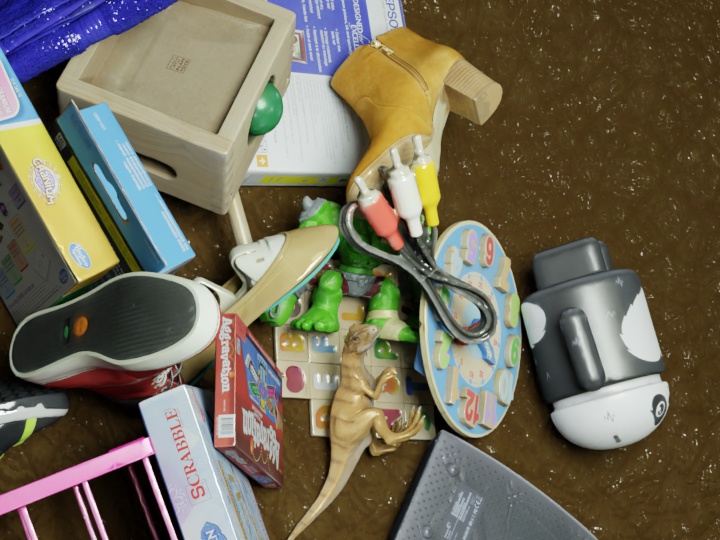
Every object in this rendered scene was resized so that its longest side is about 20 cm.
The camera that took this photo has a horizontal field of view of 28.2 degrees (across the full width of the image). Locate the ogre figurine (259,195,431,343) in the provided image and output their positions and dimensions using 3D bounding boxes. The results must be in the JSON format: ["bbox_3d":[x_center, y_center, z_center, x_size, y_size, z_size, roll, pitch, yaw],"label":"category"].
[{"bbox_3d":[0.000,0.000,1.307,0.197,0.098,0.122,6,88,-12],"label":"ogre figurine"}]

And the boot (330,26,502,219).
[{"bbox_3d":[0.019,-0.139,1.307,0.143,0.071,0.201,31,61,34],"label":"boot"}]

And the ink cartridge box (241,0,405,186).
[{"bbox_3d":[-0.040,-0.180,1.374,0.198,0.047,0.201,1,73,-31],"label":"ink cartridge box"}]

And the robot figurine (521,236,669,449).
[{"bbox_3d":[0.230,0.072,1.400,0.149,0.124,0.203,-8,79,-32],"label":"robot figurine"}]

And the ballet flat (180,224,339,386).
[{"bbox_3d":[-0.104,0.019,1.207,0.200,0.069,0.063,-43,112,3],"label":"ballet flat"}]

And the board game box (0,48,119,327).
[{"bbox_3d":[-0.280,-0.064,1.134,0.040,0.153,0.202,-29,91,-34],"label":"board game box"}]

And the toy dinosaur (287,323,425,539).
[{"bbox_3d":[-0.006,0.145,1.283,0.105,0.060,0.203,11,93,-22],"label":"toy dinosaur"}]

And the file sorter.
[{"bbox_3d":[-0.233,0.220,1.052,0.198,0.139,0.127,-20,87,-17],"label":"file sorter"}]

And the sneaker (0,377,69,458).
[{"bbox_3d":[-0.319,0.143,1.111,0.198,0.071,0.084,-16,110,-33],"label":"sneaker"}]

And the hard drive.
[{"bbox_3d":[0.121,0.254,1.329,0.199,0.042,0.136,36,61,-16],"label":"hard drive"}]

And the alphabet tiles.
[{"bbox_3d":[0.008,0.073,1.342,0.197,0.006,0.169,6,72,-28],"label":"alphabet tiles"}]

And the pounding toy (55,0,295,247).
[{"bbox_3d":[-0.143,-0.132,1.244,0.198,0.143,0.186,21,62,4],"label":"pounding toy"}]

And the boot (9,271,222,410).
[{"bbox_3d":[-0.155,0.062,1.117,0.144,0.198,0.073,27,58,-47],"label":"boot"}]

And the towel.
[{"bbox_3d":[-0.230,-0.250,1.195,0.198,0.050,0.149,-28,52,-2],"label":"towel"}]

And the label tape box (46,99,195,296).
[{"bbox_3d":[-0.201,-0.049,1.145,0.063,0.199,0.145,-31,91,-33],"label":"label tape box"}]

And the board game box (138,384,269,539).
[{"bbox_3d":[-0.110,0.193,1.130,0.041,0.200,0.203,-20,83,-1],"label":"board game box"}]

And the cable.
[{"bbox_3d":[0.052,-0.009,1.226,0.097,0.050,0.202,-33,107,-16],"label":"cable"}]

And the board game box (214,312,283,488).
[{"bbox_3d":[-0.089,0.112,1.176,0.019,0.200,0.105,-2,73,7],"label":"board game box"}]

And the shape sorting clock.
[{"bbox_3d":[0.108,0.055,1.342,0.199,0.039,0.203,-2,93,-58],"label":"shape sorting clock"}]
